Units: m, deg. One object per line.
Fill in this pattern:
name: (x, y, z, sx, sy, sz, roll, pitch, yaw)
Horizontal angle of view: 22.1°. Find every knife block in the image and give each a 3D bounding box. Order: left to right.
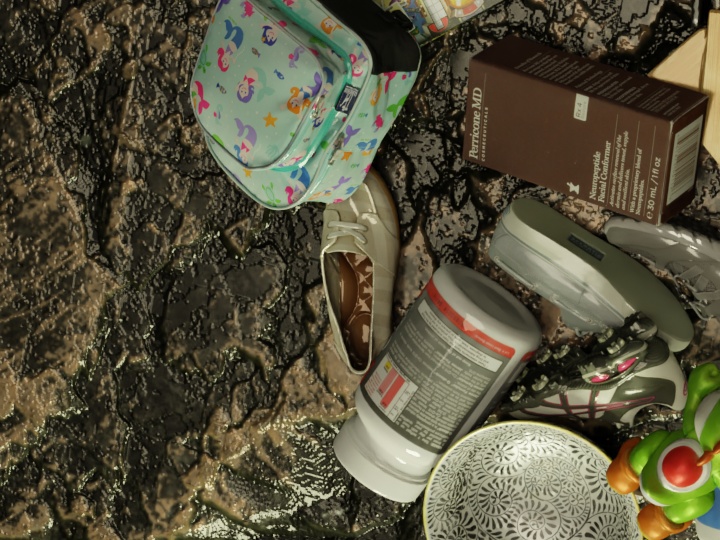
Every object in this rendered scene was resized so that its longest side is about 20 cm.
knife block: (0.340, -0.185, 1.555, 0.175, 0.064, 0.200, -40, 86, 21)

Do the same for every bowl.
bowl: (0.164, 0.212, 1.662, 0.199, 0.094, 0.202, 6, 109, 18)

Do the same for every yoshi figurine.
yoshi figurine: (0.295, 0.136, 1.510, 0.112, 0.113, 0.200, 19, 142, -19)

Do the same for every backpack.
backpack: (-0.060, -0.155, 1.641, 0.177, 0.150, 0.201, 43, 128, 27)

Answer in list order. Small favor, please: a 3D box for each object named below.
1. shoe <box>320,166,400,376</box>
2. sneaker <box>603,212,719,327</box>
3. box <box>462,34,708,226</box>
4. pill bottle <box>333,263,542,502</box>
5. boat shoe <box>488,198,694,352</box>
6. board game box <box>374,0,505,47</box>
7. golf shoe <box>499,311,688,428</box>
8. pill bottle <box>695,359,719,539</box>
shoe: (0.000, 0.000, 1.705, 0.069, 0.053, 0.202, -1, 99, 18)
sneaker: (0.299, 0.009, 1.597, 0.199, 0.075, 0.083, 24, 104, 12)
box: (0.189, -0.122, 1.576, 0.199, 0.075, 0.101, 22, 125, 31)
pill bottle: (0.066, 0.104, 1.669, 0.116, 0.116, 0.201, 37, 108, 9)
boat shoe: (0.202, 0.017, 1.643, 0.200, 0.070, 0.072, 36, 126, 9)
board game box: (0.082, -0.274, 1.648, 0.199, 0.023, 0.105, -27, 88, 20)
golf shoe: (0.201, 0.108, 1.621, 0.088, 0.077, 0.200, 48, 144, -13)
pill bottle: (0.344, 0.183, 1.595, 0.111, 0.112, 0.202, -2, 99, 18)
